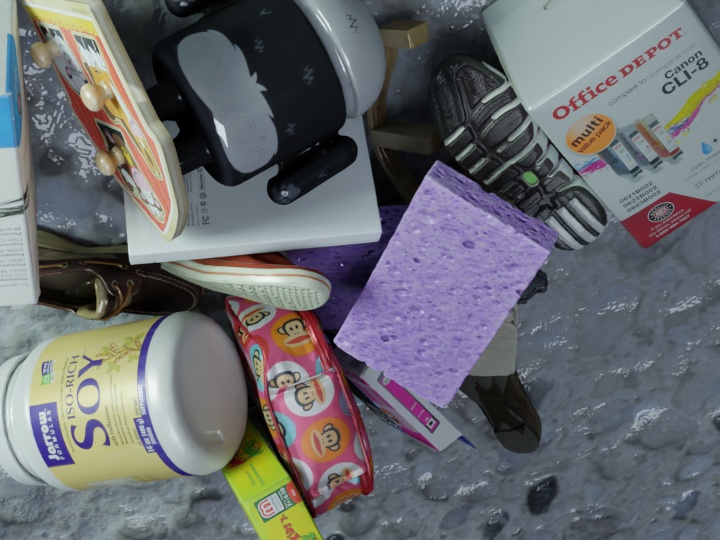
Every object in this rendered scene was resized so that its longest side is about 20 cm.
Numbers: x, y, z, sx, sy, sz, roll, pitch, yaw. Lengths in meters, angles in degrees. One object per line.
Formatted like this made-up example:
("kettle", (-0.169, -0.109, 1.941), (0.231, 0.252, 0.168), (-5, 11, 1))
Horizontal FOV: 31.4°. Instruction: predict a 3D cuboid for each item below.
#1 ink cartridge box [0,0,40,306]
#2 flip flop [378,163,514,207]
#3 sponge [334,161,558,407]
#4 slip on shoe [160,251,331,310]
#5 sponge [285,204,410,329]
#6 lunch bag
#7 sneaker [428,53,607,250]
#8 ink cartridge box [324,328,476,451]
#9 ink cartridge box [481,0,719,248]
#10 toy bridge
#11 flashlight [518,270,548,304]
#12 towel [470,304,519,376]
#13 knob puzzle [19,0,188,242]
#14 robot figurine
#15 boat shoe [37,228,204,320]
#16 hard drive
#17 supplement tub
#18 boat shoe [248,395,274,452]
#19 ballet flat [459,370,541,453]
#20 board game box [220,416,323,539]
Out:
("ink cartridge box", (-0.292, -0.090, 0.961), (0.084, 0.146, 0.200), (-4, 132, -12))
("flip flop", (0.049, -0.037, 1.158), (0.200, 0.058, 0.081), (-18, 134, 3))
("sponge", (0.065, 0.017, 1.036), (0.111, 0.030, 0.200), (30, 130, 1))
("slip on shoe", (-0.096, -0.009, 1.071), (0.074, 0.200, 0.061), (27, 81, -40))
("sponge", (0.000, 0.000, 1.141), (0.111, 0.030, 0.200), (-3, 154, 7))
("lunch bag", (-0.063, 0.111, 1.188), (0.082, 0.176, 0.200), (-22, 116, -13))
("sneaker", (0.129, -0.112, 1.086), (0.076, 0.116, 0.200), (-34, 110, 19))
("ink cartridge box", (0.031, 0.127, 1.282), (0.037, 0.095, 0.200), (-56, 132, -11))
("ink cartridge box", (0.220, -0.152, 1.034), (0.145, 0.145, 0.200), (-35, 130, 18))
("toy bridge", (0.040, -0.113, 1.075), (0.027, 0.067, 0.200), (-38, 127, -39))
("flashlight", (0.124, -0.008, 1.141), (0.068, 0.068, 0.200), (-29, 168, 4))
("towel", (0.081, 0.060, 1.191), (0.132, 0.035, 0.200), (1, 160, 5))
("knob puzzle", (-0.185, -0.103, 0.926), (0.030, 0.220, 0.220), (-33, 137, -20))
("robot figurine", (-0.078, -0.141, 0.965), (0.200, 0.125, 0.150), (-31, 140, -12))
("boat shoe", (-0.232, 0.017, 1.127), (0.200, 0.072, 0.072), (16, 127, -27))
("hard drive", (-0.092, -0.077, 1.037), (0.199, 0.132, 0.027), (-6, 156, -9))
("supplement tub", (-0.219, 0.121, 1.153), (0.200, 0.146, 0.145), (-11, 137, 23))
("boat shoe", (-0.102, 0.159, 1.303), (0.201, 0.061, 0.072), (-1, 104, -15))
("ballet flat", (0.143, 0.118, 1.341), (0.067, 0.046, 0.200), (-11, 132, 27))
("board game box", (-0.090, 0.203, 1.176), (0.048, 0.200, 0.102), (-29, 110, -10))
